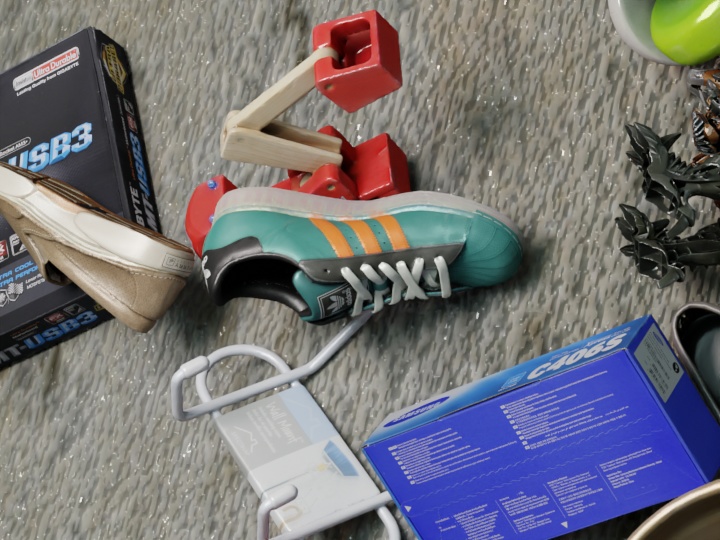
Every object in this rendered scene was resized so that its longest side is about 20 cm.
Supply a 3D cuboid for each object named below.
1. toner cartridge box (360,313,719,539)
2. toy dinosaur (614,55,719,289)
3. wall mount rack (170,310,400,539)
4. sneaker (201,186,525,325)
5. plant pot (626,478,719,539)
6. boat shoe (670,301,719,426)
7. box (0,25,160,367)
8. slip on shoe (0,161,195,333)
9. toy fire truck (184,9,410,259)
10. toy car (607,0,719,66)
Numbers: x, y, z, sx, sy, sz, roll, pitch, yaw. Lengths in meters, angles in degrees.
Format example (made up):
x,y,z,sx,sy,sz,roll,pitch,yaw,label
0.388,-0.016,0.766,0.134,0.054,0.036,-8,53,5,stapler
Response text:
x,y,z,sx,sy,sz,roll,pitch,yaw,label
0.104,0.102,1.554,0.200,0.043,0.095,-23,104,37,toner cartridge box
0.223,-0.050,1.559,0.135,0.103,0.200,-11,28,-10,toy dinosaur
-0.014,0.088,1.678,0.173,0.075,0.200,-22,54,-22,wall mount rack
0.000,0.000,1.669,0.199,0.072,0.080,2,50,12,sneaker
0.224,0.218,1.462,0.200,0.093,0.202,-12,65,26,plant pot
0.237,0.090,1.516,0.075,0.073,0.200,-50,54,5,boat shoe
-0.238,-0.041,1.878,0.199,0.050,0.199,-24,61,21,box
-0.196,-0.021,1.779,0.200,0.076,0.061,25,96,28,slip on shoe
-0.040,-0.072,1.705,0.199,0.141,0.049,-24,47,22,toy fire truck
0.202,-0.223,1.581,0.175,0.150,0.201,-9,54,63,toy car
